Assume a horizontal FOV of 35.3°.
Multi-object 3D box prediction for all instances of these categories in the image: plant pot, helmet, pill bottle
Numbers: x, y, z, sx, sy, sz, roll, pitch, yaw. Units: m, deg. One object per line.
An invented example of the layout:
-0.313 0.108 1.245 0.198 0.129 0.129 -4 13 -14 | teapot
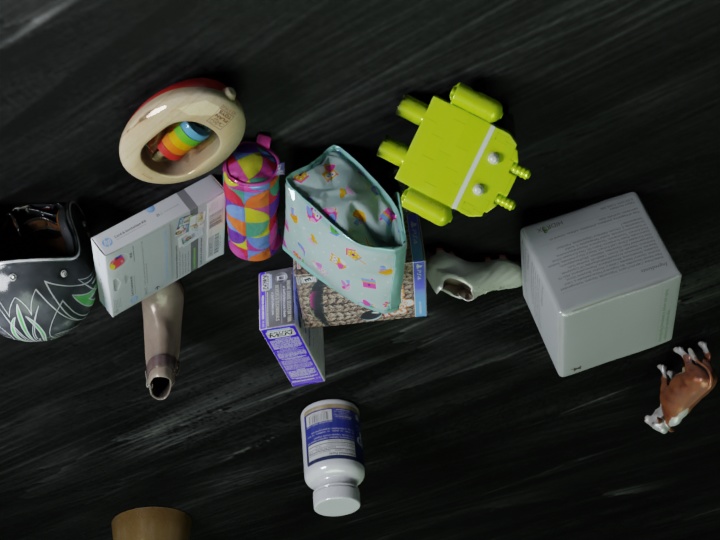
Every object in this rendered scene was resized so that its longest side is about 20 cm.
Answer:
-0.476 0.667 2.570 0.184 0.202 0.187 -4 145 -3 | plant pot
-0.464 0.007 1.604 0.197 0.192 0.201 -4 147 -3 | helmet
-0.052 0.363 2.187 0.118 0.202 0.120 -4 147 -3 | pill bottle

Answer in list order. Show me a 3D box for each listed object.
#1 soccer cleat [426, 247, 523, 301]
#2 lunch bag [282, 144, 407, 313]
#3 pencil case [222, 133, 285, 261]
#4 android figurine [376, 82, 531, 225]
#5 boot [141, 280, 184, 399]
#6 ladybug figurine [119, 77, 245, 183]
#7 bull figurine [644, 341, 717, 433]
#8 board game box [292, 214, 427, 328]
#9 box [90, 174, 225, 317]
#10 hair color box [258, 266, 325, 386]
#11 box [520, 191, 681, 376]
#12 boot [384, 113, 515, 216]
0.189 0.017 1.818 0.198 0.078 0.069 7 145 -29 | soccer cleat
-0.008 -0.047 1.586 0.122 0.200 0.171 -38 156 -26 | lunch bag
-0.150 -0.097 1.600 0.087 0.089 0.201 -1 147 -7 | pencil case
0.127 -0.149 1.499 0.199 0.041 0.183 29 104 4 | android figurine
-0.319 0.109 1.818 0.069 0.148 0.201 -1 146 -4 | boot
-0.229 -0.187 1.464 0.199 0.073 0.135 -29 140 30 | ladybug figurine
0.610 0.224 2.157 0.064 0.123 0.200 10 143 -21 | bull figurine
0.000 0.000 1.753 0.197 0.098 0.160 -6 146 1 | board game box
-0.285 -0.034 1.618 0.199 0.041 0.157 -33 156 -26 | box
-0.112 0.096 1.865 0.064 0.110 0.201 -9 146 7 | hair color box
0.368 0.023 1.755 0.198 0.173 0.200 -17 146 -2 | box
0.123 -0.141 1.581 0.156 0.080 0.212 3 146 -13 | boot
